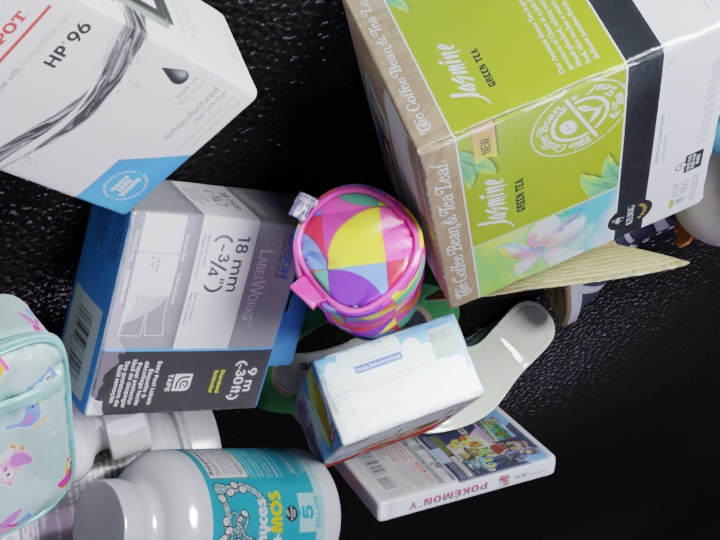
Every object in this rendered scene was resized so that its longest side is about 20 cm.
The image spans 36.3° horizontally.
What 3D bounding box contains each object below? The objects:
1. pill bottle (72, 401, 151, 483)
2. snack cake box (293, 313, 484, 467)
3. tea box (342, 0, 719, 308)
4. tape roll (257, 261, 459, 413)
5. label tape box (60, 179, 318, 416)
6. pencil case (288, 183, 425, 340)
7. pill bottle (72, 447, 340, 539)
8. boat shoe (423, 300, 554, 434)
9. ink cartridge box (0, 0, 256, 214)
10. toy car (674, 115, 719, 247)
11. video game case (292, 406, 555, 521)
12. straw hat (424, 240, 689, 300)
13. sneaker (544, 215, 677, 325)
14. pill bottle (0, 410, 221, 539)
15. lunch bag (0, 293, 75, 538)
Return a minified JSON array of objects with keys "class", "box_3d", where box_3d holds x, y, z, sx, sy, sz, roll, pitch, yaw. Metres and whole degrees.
[{"class":"pill bottle","box_3d":[-0.261,0.114,0.806,0.198,0.110,0.110,-15,150,-16]},{"class":"snack cake box","box_3d":[0.016,0.103,0.884,0.114,0.068,0.200,-19,168,-13]},{"class":"tea box","box_3d":[0.110,-0.105,0.694,0.195,0.135,0.200,-22,151,0]},{"class":"tape roll","box_3d":[-0.014,0.052,0.950,0.199,0.048,0.201,-19,151,-11]},{"class":"label tape box","box_3d":[-0.096,0.019,0.761,0.199,0.063,0.146,2,113,-39]},{"class":"pencil case","box_3d":[0.000,0.000,0.742,0.088,0.089,0.200,-25,170,1]},{"class":"pill bottle","box_3d":[-0.118,0.194,0.850,0.199,0.111,0.111,8,138,-45]},{"class":"boat shoe","box_3d":[0.107,0.100,1.060,0.199,0.073,0.062,-34,174,-31]},{"class":"ink cartridge box","box_3d":[-0.163,-0.110,0.552,0.116,0.068,0.199,-38,148,23]},{"class":"toy car","box_3d":[0.301,-0.089,0.830,0.183,0.178,0.200,30,155,-15]},{"class":"video game case","box_3d":[0.053,0.153,1.033,0.181,0.200,0.023,-9,115,-24]},{"class":"straw hat","box_3d":[0.141,-0.033,0.830,0.199,0.086,0.201,-9,180,0]},{"class":"sneaker","box_3d":[0.218,-0.025,0.974,0.107,0.071,0.201,-19,148,-5]},{"class":"pill bottle","box_3d":[-0.221,0.171,0.923,0.198,0.115,0.114,-10,148,-23]},{"class":"lunch bag","box_3d":[-0.269,0.104,0.647,0.199,0.077,0.162,-21,135,-37]}]
